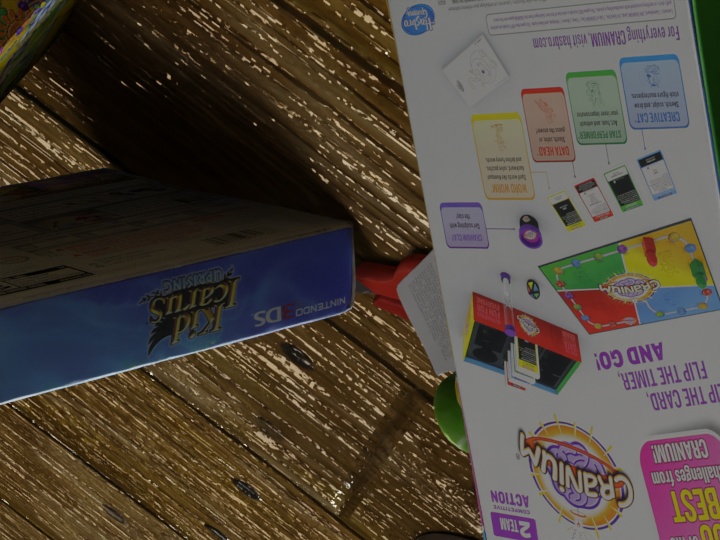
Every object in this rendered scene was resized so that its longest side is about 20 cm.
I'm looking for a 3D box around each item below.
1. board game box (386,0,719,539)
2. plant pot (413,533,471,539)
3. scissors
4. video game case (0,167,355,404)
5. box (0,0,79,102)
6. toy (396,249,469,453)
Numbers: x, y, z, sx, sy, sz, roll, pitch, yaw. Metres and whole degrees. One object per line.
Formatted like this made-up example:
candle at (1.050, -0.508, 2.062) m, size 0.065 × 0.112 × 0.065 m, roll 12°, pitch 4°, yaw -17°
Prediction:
board game box at (0.083, 0.000, 0.771) m, size 0.153 × 0.040 × 0.201 m, roll 4°, pitch 107°, yaw 55°
plant pot at (0.071, 0.258, 1.306) m, size 0.200 × 0.135 × 0.201 m, roll 32°, pitch 157°, yaw 16°
scissors at (0.000, 0.000, 1.077) m, size 0.199 × 0.014 × 0.073 m, roll 24°, pitch 157°, yaw 34°
video game case at (-0.135, 0.002, 1.056) m, size 0.181 × 0.199 × 0.046 m, roll 15°, pitch 111°, yaw 45°
box at (-0.217, -0.146, 0.975) m, size 0.200 × 0.122 × 0.193 m, roll 41°, pitch 158°, yaw -6°
toy at (0.088, 0.008, 0.852) m, size 0.200 × 0.047 × 0.116 m, roll -47°, pitch 61°, yaw 51°
